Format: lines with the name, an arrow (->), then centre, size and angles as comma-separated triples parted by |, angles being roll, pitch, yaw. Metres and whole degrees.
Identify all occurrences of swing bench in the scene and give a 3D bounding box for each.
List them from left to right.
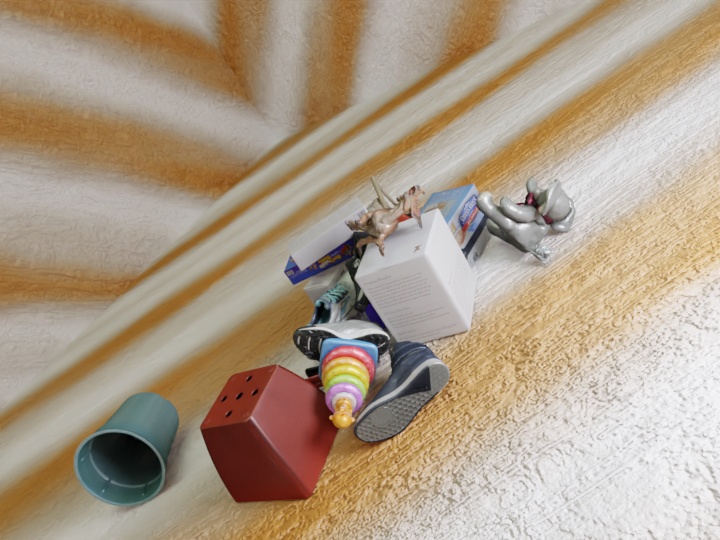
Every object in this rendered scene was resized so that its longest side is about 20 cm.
swing bench -> 0.010, -0.127, 1.623 | 0.198, 0.130, 0.201 | -39, 24, 20

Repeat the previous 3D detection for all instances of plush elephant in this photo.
plush elephant -> 0.363, -0.125, 1.192 | 0.155, 0.165, 0.200 | -48, 54, 1

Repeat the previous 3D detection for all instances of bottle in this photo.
bottle -> -0.041, 0.139, 1.299 | 0.199, 0.084, 0.065 | -30, 13, 11

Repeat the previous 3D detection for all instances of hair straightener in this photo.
hair straightener -> -0.035, 0.197, 1.238 | 0.198, 0.041, 0.077 | -26, 27, 18

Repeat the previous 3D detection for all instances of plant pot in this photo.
plant pot -> -0.522, 0.398, 1.326 | 0.199, 0.201, 0.196 | -30, 17, 9
plant pot -> -0.179, 0.295, 1.081 | 0.198, 0.177, 0.201 | -17, 30, 32

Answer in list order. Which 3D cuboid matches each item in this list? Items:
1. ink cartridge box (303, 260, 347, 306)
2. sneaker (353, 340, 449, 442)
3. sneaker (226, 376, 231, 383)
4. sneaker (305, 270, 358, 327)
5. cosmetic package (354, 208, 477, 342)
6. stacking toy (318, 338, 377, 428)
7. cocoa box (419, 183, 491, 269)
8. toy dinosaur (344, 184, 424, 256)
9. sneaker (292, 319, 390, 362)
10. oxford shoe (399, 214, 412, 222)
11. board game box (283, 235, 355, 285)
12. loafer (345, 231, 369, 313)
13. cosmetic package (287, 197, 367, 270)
ink cartridge box -> -0.031, 0.030, 1.407 | 0.087, 0.146, 0.201 | -11, 34, 39
sneaker -> 0.062, 0.215, 1.050 | 0.202, 0.077, 0.146 | -39, 20, 0
sneaker -> -0.260, 0.311, 1.266 | 0.079, 0.087, 0.200 | -5, 15, -4
sneaker -> -0.052, 0.074, 1.235 | 0.077, 0.086, 0.201 | 7, 61, 36
cosmetic package -> 0.121, 0.018, 1.175 | 0.166, 0.201, 0.167 | -18, 29, 29
stacking toy -> -0.027, 0.224, 1.060 | 0.114, 0.111, 0.201 | 6, 26, -1
cocoa box -> 0.205, -0.086, 1.339 | 0.132, 0.132, 0.201 | -7, 36, 45
toy dinosaur -> 0.052, -0.097, 1.137 | 0.135, 0.086, 0.200 | -35, 12, -20
sneaker -> -0.042, 0.138, 1.175 | 0.197, 0.075, 0.080 | 3, 26, -13
oxford shoe -> 0.107, -0.074, 1.430 | 0.073, 0.070, 0.202 | -53, -18, -69
board game box -> -0.083, -0.055, 1.393 | 0.198, 0.045, 0.135 | -25, 27, 20
loafer -> 0.000, 0.000, 1.234 | 0.068, 0.070, 0.202 | 112, 169, -54
cosmetic package -> -0.071, -0.085, 1.316 | 0.199, 0.051, 0.083 | -34, 27, 1
